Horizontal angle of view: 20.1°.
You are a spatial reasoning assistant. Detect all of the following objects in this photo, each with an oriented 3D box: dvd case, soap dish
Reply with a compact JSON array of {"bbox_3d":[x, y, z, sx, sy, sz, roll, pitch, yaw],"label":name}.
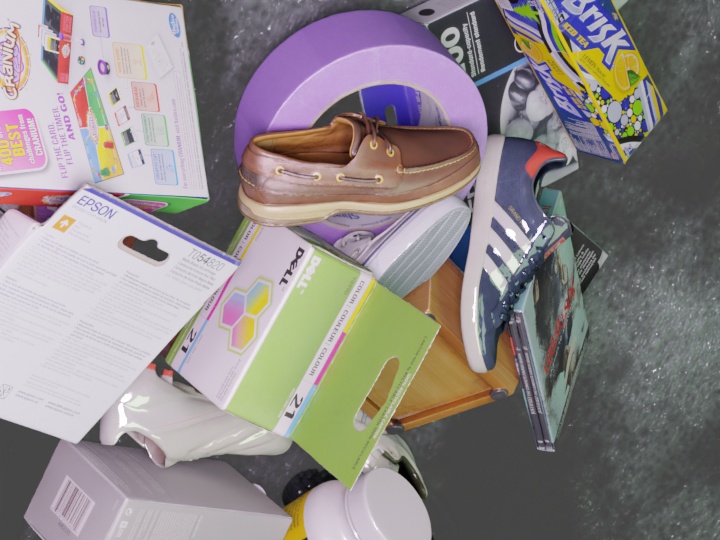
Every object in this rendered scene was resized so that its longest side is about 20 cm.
[{"bbox_3d":[0.170,0.046,1.831,0.200,0.022,0.146,74,29,-46],"label":"dvd case"},{"bbox_3d":[0.040,0.062,1.772,0.157,0.082,0.200,-19,143,22],"label":"soap dish"}]

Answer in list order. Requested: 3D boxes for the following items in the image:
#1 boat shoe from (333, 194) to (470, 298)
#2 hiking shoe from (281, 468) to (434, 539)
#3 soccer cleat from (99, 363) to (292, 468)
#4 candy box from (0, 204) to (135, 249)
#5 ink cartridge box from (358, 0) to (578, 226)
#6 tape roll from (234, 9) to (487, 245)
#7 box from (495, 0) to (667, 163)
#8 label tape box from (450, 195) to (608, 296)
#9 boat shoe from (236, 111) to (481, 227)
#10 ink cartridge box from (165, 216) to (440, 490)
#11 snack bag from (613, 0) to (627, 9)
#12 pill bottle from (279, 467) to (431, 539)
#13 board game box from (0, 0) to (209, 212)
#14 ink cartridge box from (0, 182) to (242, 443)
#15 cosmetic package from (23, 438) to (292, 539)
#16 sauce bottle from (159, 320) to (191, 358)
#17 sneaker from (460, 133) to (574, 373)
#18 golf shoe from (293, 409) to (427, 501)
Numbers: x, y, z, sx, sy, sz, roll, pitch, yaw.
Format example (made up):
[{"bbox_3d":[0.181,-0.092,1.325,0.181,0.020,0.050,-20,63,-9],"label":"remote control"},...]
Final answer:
[{"bbox_3d":[0.000,0.000,1.637,0.200,0.067,0.073,-45,153,11],"label":"boat shoe"},{"bbox_3d":[-0.011,0.256,1.907,0.087,0.075,0.200,-44,131,16],"label":"hiking shoe"},{"bbox_3d":[-0.141,0.133,1.704,0.200,0.069,0.078,24,78,-41],"label":"soccer cleat"},{"bbox_3d":[-0.231,-0.026,1.530,0.116,0.056,0.201,2,114,-44],"label":"candy box"},{"bbox_3d":[0.093,-0.142,1.752,0.199,0.043,0.199,-28,120,-28],"label":"ink cartridge box"},{"bbox_3d":[0.000,-0.108,1.648,0.199,0.066,0.201,-13,127,-17],"label":"tape roll"},{"bbox_3d":[0.188,-0.190,1.743,0.070,0.064,0.200,-49,130,-20],"label":"box"},{"bbox_3d":[0.128,-0.004,1.880,0.144,0.066,0.200,-56,140,-1],"label":"label tape box"},{"bbox_3d":[0.002,-0.086,1.575,0.199,0.072,0.068,-10,128,-15],"label":"boat shoe"},{"bbox_3d":[-0.046,0.055,1.551,0.076,0.200,0.148,27,94,-36],"label":"ink cartridge box"},{"bbox_3d":[0.230,-0.318,1.811,0.189,0.021,0.200,-44,137,-15],"label":"snack bag"},{"bbox_3d":[-0.037,0.255,1.786,0.200,0.113,0.112,-36,148,30],"label":"pill bottle"},{"bbox_3d":[-0.205,-0.122,1.442,0.199,0.040,0.154,2,75,-44],"label":"board game box"},{"bbox_3d":[-0.212,0.026,1.479,0.200,0.041,0.199,-46,145,10],"label":"ink cartridge box"},{"bbox_3d":[-0.167,0.208,1.703,0.200,0.107,0.090,19,101,-46],"label":"cosmetic package"},{"bbox_3d":[-0.131,0.050,1.668,0.200,0.066,0.066,33,91,-48],"label":"sauce bottle"},{"bbox_3d":[0.132,-0.012,1.688,0.075,0.084,0.201,16,80,-82],"label":"sneaker"},{"bbox_3d":[-0.003,0.153,1.830,0.078,0.097,0.200,-51,137,2],"label":"golf shoe"}]
